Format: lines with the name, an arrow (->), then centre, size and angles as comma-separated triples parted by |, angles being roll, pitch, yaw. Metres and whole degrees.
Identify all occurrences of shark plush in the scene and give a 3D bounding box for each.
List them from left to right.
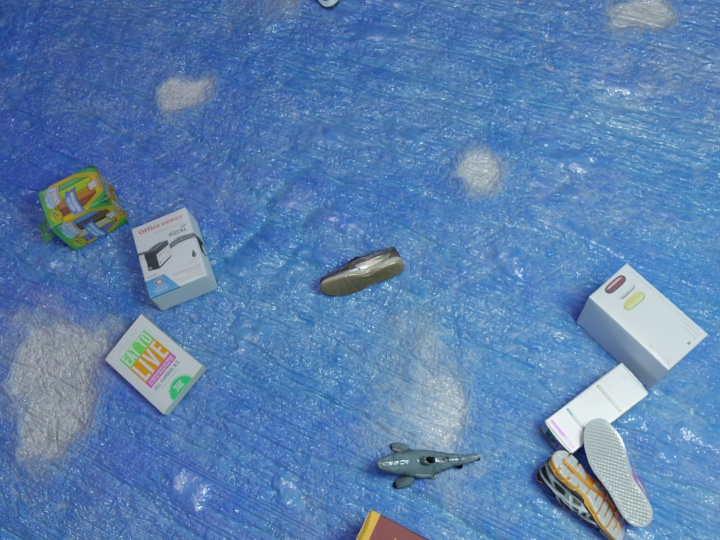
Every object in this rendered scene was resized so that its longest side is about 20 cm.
shark plush -> 0.134, 0.388, 1.324 | 0.199, 0.083, 0.091 | 5, 66, 10

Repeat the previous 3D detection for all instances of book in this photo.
book -> -0.463, 0.213, 1.515 | 0.200, 0.048, 0.134 | 35, 78, 19

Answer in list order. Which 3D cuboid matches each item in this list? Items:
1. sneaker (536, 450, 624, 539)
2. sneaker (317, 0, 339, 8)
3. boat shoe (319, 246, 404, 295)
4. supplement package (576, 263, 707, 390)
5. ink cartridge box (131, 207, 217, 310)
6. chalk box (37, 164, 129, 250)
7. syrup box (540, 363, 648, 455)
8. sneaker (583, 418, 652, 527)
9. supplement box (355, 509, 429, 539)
sneaker -> 0.421, 0.434, 1.274 | 0.200, 0.077, 0.078 | 49, 42, 9
sneaker -> -0.134, -0.843, 1.936 | 0.076, 0.077, 0.200 | -42, 65, -10
boat shoe -> 0.000, 0.000, 1.535 | 0.199, 0.072, 0.065 | -19, 52, 2
supplement package -> 0.558, 0.116, 1.352 | 0.111, 0.156, 0.200 | -39, 67, -10
ink cartridge box -> -0.444, -0.029, 1.598 | 0.145, 0.084, 0.201 | -22, 64, -2
chalk box -> -0.709, -0.145, 1.666 | 0.199, 0.124, 0.125 | -30, 64, -6
syrup box -> 0.461, 0.280, 1.332 | 0.200, 0.079, 0.082 | -33, 66, -8
sneaker -> 0.483, 0.373, 1.266 | 0.072, 0.114, 0.201 | -25, 77, 20
supplement box -> 0.069, 0.578, 1.218 | 0.199, 0.133, 0.198 | 23, 71, 17
